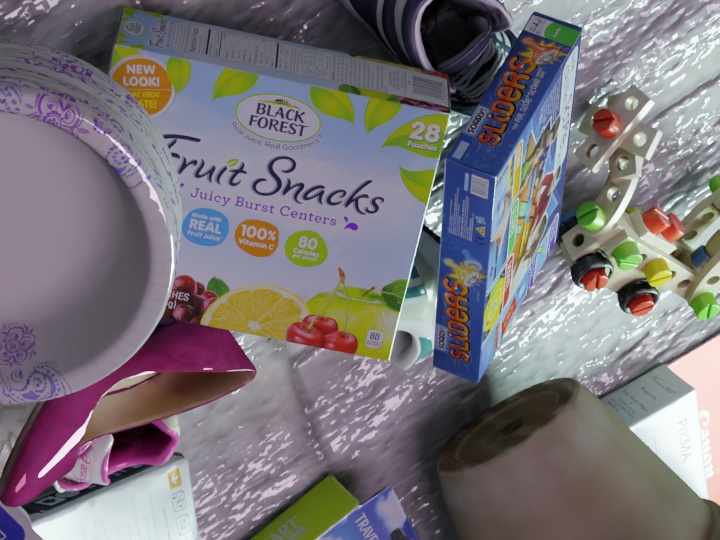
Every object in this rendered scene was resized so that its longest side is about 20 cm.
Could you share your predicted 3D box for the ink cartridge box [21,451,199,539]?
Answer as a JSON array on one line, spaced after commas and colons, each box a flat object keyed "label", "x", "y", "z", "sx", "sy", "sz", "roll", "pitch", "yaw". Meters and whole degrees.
[{"label": "ink cartridge box", "x": -0.169, "y": 0.234, "z": 1.645, "sx": 0.200, "sy": 0.043, "sz": 0.199, "roll": -20, "pitch": 106, "yaw": -52}]

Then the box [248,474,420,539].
[{"label": "box", "x": -0.049, "y": 0.232, "z": 1.820, "sx": 0.200, "sy": 0.048, "sz": 0.122, "roll": -38, "pitch": 134, "yaw": -11}]

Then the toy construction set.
[{"label": "toy construction set", "x": 0.209, "y": -0.035, "z": 1.809, "sx": 0.131, "sy": 0.092, "sz": 0.200, "roll": -36, "pitch": 130, "yaw": 22}]

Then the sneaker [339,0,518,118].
[{"label": "sneaker", "x": 0.067, "y": -0.133, "z": 1.630, "sx": 0.070, "sy": 0.108, "sz": 0.200, "roll": -52, "pitch": 134, "yaw": 1}]

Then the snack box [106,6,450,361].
[{"label": "snack box", "x": -0.061, "y": -0.050, "z": 1.555, "sx": 0.199, "sy": 0.068, "sz": 0.169, "roll": 11, "pitch": 116, "yaw": -7}]

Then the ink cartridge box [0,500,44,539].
[{"label": "ink cartridge box", "x": -0.294, "y": 0.179, "z": 1.521, "sx": 0.198, "sy": 0.200, "sz": 0.047, "roll": -46, "pitch": 177, "yaw": -4}]

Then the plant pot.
[{"label": "plant pot", "x": 0.146, "y": 0.176, "z": 1.833, "sx": 0.200, "sy": 0.200, "sz": 0.174, "roll": -35, "pitch": 102, "yaw": -13}]

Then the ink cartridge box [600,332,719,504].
[{"label": "ink cartridge box", "x": 0.247, "y": 0.155, "z": 1.992, "sx": 0.173, "sy": 0.044, "sz": 0.201, "roll": -27, "pitch": 130, "yaw": -18}]

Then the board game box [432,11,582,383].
[{"label": "board game box", "x": 0.090, "y": -0.043, "z": 1.634, "sx": 0.200, "sy": 0.034, "sz": 0.136, "roll": 92, "pitch": 24, "yaw": -50}]

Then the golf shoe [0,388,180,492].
[{"label": "golf shoe", "x": -0.200, "y": 0.097, "z": 1.591, "sx": 0.199, "sy": 0.092, "sz": 0.076, "roll": -16, "pitch": 136, "yaw": -27}]

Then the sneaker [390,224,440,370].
[{"label": "sneaker", "x": 0.000, "y": 0.000, "z": 1.692, "sx": 0.094, "sy": 0.070, "sz": 0.200, "roll": -55, "pitch": 137, "yaw": -2}]

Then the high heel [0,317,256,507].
[{"label": "high heel", "x": -0.134, "y": 0.085, "z": 1.546, "sx": 0.200, "sy": 0.096, "sz": 0.068, "roll": -57, "pitch": 180, "yaw": -43}]

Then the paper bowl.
[{"label": "paper bowl", "x": -0.199, "y": -0.034, "z": 1.469, "sx": 0.199, "sy": 0.105, "sz": 0.202, "roll": 0, "pitch": 119, "yaw": 0}]
